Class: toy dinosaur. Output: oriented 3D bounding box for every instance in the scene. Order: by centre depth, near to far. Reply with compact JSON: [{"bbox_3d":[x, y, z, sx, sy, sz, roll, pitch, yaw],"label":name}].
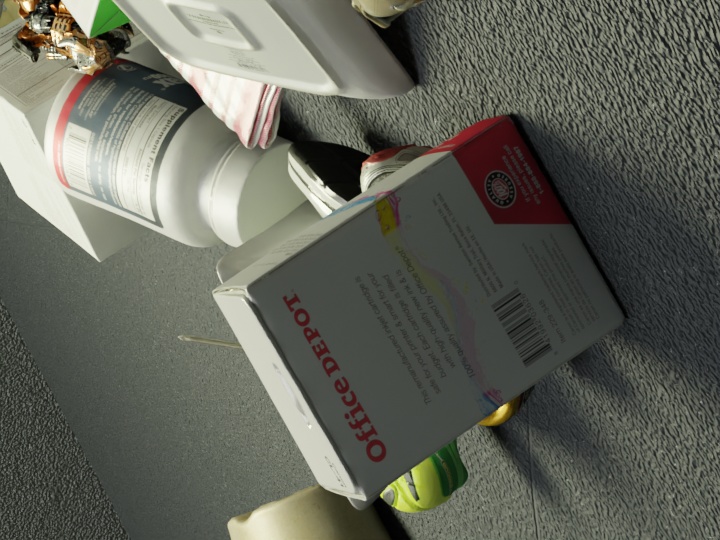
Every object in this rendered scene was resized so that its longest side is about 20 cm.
[{"bbox_3d":[-0.229,-0.221,1.957,0.200,0.135,0.102,48,163,32],"label":"toy dinosaur"}]

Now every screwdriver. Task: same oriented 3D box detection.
[{"bbox_3d":[-0.042,0.063,1.897,0.199,0.029,0.028,13,151,6],"label":"screwdriver"}]

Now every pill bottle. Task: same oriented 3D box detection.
[{"bbox_3d":[-0.139,-0.085,1.915,0.199,0.120,0.120,23,147,34],"label":"pill bottle"}]

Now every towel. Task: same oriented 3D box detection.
[{"bbox_3d":[-0.111,-0.198,1.724,0.200,0.030,0.147,49,143,22],"label":"towel"}]

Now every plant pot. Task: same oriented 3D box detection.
[{"bbox_3d":[-0.032,0.296,2.301,0.200,0.199,0.185,143,107,-75],"label":"plant pot"}]

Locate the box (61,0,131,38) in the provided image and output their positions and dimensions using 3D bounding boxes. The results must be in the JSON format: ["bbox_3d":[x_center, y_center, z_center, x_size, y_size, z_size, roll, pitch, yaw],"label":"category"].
[{"bbox_3d":[-0.172,-0.292,1.630,0.177,0.096,0.200,53,149,16],"label":"box"}]

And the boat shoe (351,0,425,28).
[{"bbox_3d":[0.022,-0.182,1.362,0.069,0.075,0.200,57,176,-3],"label":"boat shoe"}]

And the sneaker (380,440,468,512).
[{"bbox_3d":[0.026,0.084,1.849,0.074,0.083,0.201,-25,77,39],"label":"sneaker"}]

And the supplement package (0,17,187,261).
[{"bbox_3d":[-0.230,-0.134,2.102,0.200,0.150,0.152,33,152,57],"label":"supplement package"}]

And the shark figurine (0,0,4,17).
[{"bbox_3d":[-0.228,-0.198,1.597,0.089,0.128,0.216,38,-138,-37],"label":"shark figurine"}]

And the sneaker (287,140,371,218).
[{"bbox_3d":[0.000,0.000,1.687,0.200,0.075,0.116,44,124,38],"label":"sneaker"}]

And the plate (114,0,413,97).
[{"bbox_3d":[-0.088,-0.166,1.538,0.199,0.032,0.200,14,162,30],"label":"plate"}]

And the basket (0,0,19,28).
[{"bbox_3d":[-0.359,-0.244,2.282,0.177,0.139,0.200,54,-165,13],"label":"basket"}]

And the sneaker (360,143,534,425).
[{"bbox_3d":[0.061,0.009,1.549,0.201,0.077,0.082,59,-155,-20],"label":"sneaker"}]

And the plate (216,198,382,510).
[{"bbox_3d":[0.000,0.044,1.744,0.032,0.200,0.200,-27,96,32],"label":"plate"}]

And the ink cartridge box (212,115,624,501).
[{"bbox_3d":[0.034,0.021,1.465,0.148,0.199,0.086,60,165,-8],"label":"ink cartridge box"}]
